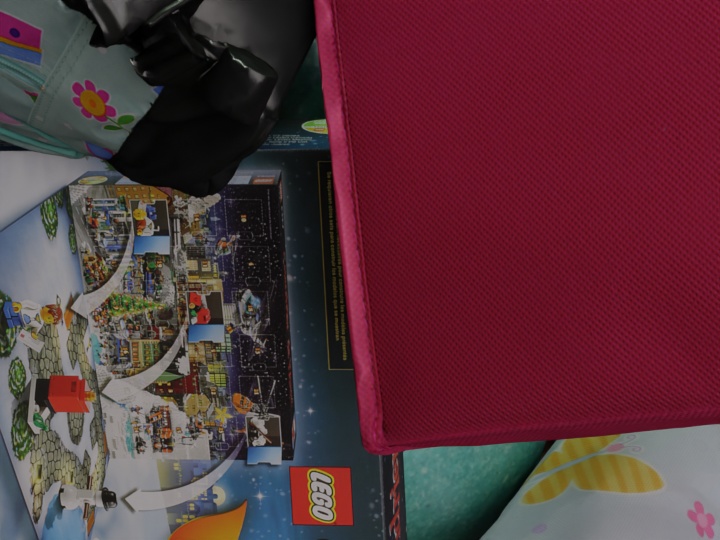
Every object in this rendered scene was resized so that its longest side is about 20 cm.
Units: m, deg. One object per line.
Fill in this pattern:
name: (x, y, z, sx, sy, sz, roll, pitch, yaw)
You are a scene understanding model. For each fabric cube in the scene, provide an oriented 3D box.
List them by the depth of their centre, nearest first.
fabric cube: (0.126, -0.063, 0.617, 0.200, 0.199, 0.197, -1, 82, -51)

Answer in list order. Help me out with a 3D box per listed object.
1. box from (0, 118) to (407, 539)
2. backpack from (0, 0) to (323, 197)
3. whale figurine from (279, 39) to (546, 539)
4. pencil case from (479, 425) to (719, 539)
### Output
box: (-0.057, 0.057, 0.733, 0.136, 0.038, 0.201, 0, 107, 10)
backpack: (-0.099, -0.116, 0.655, 0.199, 0.127, 0.167, 26, 53, -9)
whale figurine: (0.000, 0.000, 0.793, 0.158, 0.104, 0.201, 0, 93, -16)
pencil case: (0.084, 0.094, 0.766, 0.200, 0.083, 0.091, -48, 118, -50)
